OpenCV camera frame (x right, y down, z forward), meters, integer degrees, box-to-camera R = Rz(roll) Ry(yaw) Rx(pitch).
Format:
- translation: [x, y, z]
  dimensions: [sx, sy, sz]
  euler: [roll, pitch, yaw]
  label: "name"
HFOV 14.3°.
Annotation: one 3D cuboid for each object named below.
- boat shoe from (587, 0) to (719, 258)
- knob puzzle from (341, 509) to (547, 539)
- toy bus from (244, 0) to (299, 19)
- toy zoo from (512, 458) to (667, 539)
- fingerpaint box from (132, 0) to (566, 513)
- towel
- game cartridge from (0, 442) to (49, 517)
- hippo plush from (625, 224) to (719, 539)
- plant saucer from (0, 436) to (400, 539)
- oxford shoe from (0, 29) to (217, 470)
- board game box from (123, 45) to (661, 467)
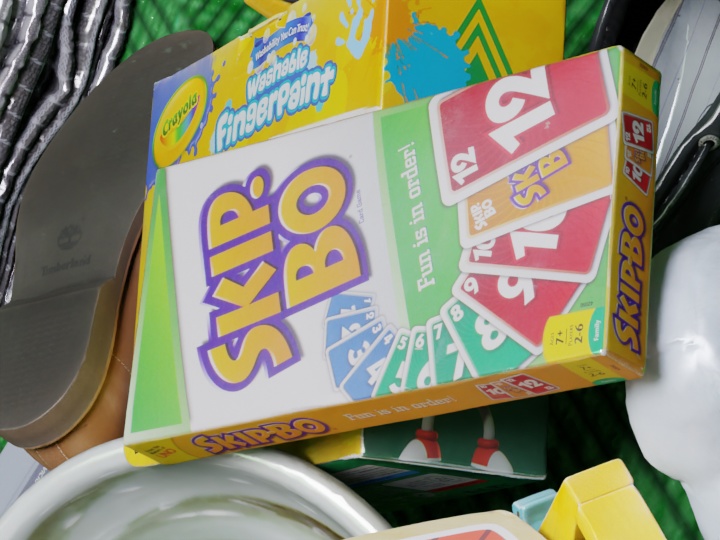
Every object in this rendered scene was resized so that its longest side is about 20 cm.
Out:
- translation: [0.108, -0.085, 0.927]
  dimensions: [0.074, 0.066, 0.200]
  euler: [27, 100, 45]
  label: "boat shoe"
- translation: [-0.008, 0.123, 0.794]
  dimensions: [0.219, 0.219, 0.031]
  euler: [22, 136, 48]
  label: "knob puzzle"
- translation: [0.038, -0.146, 0.989]
  dimensions: [0.200, 0.078, 0.065]
  euler: [-39, 32, 49]
  label: "toy bus"
- translation: [0.092, 0.146, 0.845]
  dimensions: [0.131, 0.020, 0.200]
  euler: [95, 152, -54]
  label: "toy zoo"
- translation: [-0.008, -0.002, 0.990]
  dimensions: [0.200, 0.073, 0.168]
  euler: [-22, 62, 61]
  label: "fingerpaint box"
- translation: [-0.189, -0.072, 1.235]
  dimensions: [0.165, 0.085, 0.201]
  euler: [22, 94, 46]
  label: "towel"
- translation: [-0.126, 0.147, 1.139]
  dimensions: [0.200, 0.041, 0.133]
  euler: [-56, 42, 21]
  label: "game cartridge"
- translation: [0.165, 0.032, 0.810]
  dimensions: [0.200, 0.159, 0.161]
  euler: [54, 151, -7]
  label: "hippo plush"
- translation: [-0.043, 0.150, 0.933]
  dimensions: [0.199, 0.050, 0.201]
  euler: [2, 94, 25]
  label: "plant saucer"
- translation: [-0.091, -0.005, 1.113]
  dimensions: [0.071, 0.071, 0.201]
  euler: [-6, 52, 35]
  label: "oxford shoe"
- translation: [0.000, 0.000, 0.861]
  dimensions: [0.199, 0.030, 0.096]
  euler: [-14, 61, 39]
  label: "board game box"
